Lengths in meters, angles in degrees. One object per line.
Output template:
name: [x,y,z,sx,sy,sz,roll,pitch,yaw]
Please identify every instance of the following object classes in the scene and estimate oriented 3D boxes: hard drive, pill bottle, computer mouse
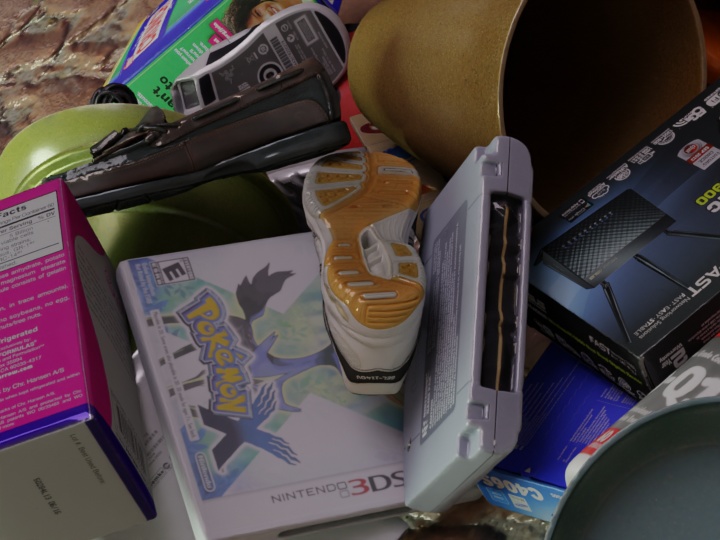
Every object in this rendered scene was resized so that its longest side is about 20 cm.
hard drive: [-0.089,0.147,1.342,0.200,0.027,0.132,35,67,11]
pill bottle: [0.221,0.088,1.218,0.200,0.114,0.114,-40,38,-11]
computer mouse: [-0.097,-0.124,1.605,0.200,0.110,0.044,-32,19,-9]

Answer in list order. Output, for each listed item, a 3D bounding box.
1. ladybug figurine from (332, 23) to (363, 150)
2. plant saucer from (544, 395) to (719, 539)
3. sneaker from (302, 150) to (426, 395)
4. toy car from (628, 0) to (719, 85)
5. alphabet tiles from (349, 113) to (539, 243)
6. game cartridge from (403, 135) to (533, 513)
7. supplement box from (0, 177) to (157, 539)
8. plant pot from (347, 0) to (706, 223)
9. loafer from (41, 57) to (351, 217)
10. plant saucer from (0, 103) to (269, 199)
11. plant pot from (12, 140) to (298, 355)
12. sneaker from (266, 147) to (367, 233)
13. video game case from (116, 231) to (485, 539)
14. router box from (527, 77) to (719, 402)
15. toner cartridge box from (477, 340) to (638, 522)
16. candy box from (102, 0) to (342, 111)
ladybug figurine: [0.002,-0.134,1.656,0.200,0.072,0.136,12,55,43]
plant saucer: [0.184,0.163,1.130,0.200,0.200,0.036,-37,2,-8]
sneaker: [0.000,0.000,1.367,0.076,0.088,0.200,2,33,-1]
toy car: [0.212,-0.189,1.532,0.200,0.175,0.150,47,118,52]
alphabet tiles: [0.093,-0.084,1.525,0.166,0.006,0.200,-16,47,-13]
game cartridge: [0.062,0.036,1.315,0.133,0.040,0.200,133,146,-60]
supplement box: [-0.193,0.057,1.312,0.103,0.101,0.200,-19,45,6]
plant pot: [0.089,-0.129,1.445,0.200,0.186,0.186,13,55,48]
loafer: [-0.109,-0.082,1.405,0.200,0.063,0.072,-15,-1,-8]
plant saucer: [-0.159,-0.039,1.558,0.200,0.200,0.031,-14,49,21]
plant pot: [-0.143,0.046,1.481,0.200,0.200,0.190,-15,52,20]
sneaker: [-0.058,-0.062,1.613,0.200,0.075,0.082,-12,42,24]
video game case: [-0.038,0.067,1.366,0.182,0.022,0.200,-9,60,-20]
router box: [0.202,-0.017,1.323,0.200,0.062,0.150,-39,39,-12]
toner cartridge box: [0.158,0.065,1.347,0.095,0.043,0.200,12,54,43]
candy box: [-0.100,-0.194,1.716,0.200,0.077,0.169,-39,18,25]
